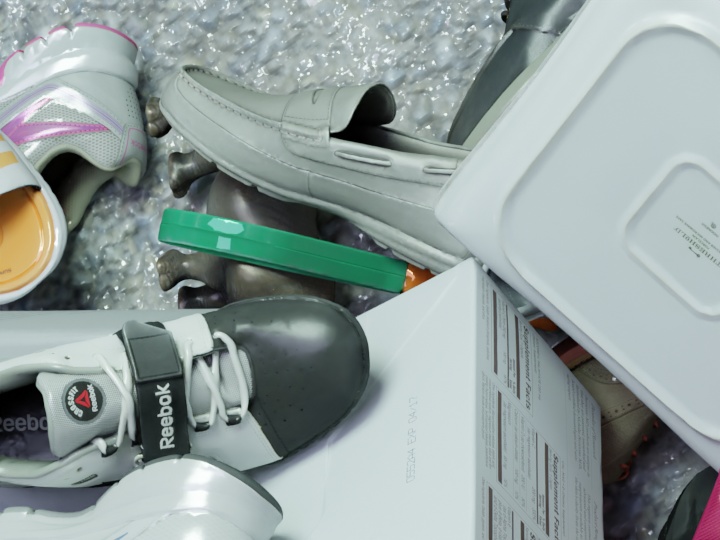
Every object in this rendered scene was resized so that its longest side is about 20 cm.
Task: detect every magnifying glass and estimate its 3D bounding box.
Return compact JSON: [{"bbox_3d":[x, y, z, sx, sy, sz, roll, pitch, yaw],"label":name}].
[{"bbox_3d":[0.000,0.000,1.341,0.199,0.080,0.022,11,88,-6],"label":"magnifying glass"}]

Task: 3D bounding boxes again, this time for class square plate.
[{"bbox_3d":[0.145,-0.019,1.148,0.200,0.028,0.198,42,129,6],"label":"square plate"}]

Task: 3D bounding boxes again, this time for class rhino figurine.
[{"bbox_3d":[-0.056,0.001,1.406,0.087,0.060,0.201,-10,72,12],"label":"rhino figurine"}]

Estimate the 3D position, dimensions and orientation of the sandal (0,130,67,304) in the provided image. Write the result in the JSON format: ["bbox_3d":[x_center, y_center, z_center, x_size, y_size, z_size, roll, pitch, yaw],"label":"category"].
[{"bbox_3d":[-0.233,-0.067,1.424,0.079,0.059,0.207,-42,68,8],"label":"sandal"}]

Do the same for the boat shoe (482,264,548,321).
[{"bbox_3d":[0.111,-0.031,1.226,0.200,0.068,0.072,-40,68,59],"label":"boat shoe"}]

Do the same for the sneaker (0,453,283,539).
[{"bbox_3d":[-0.121,0.143,1.161,0.200,0.074,0.087,-26,40,37],"label":"sneaker"}]

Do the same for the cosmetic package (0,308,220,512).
[{"bbox_3d":[-0.155,0.104,1.332,0.199,0.165,0.166,-1,93,27],"label":"cosmetic package"}]

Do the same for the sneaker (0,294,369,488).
[{"bbox_3d":[-0.095,0.059,1.170,0.199,0.088,0.074,-14,89,11],"label":"sneaker"}]

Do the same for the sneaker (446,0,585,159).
[{"bbox_3d":[0.097,-0.130,1.382,0.200,0.075,0.106,-51,47,4],"label":"sneaker"}]

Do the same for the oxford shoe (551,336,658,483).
[{"bbox_3d":[0.123,0.059,1.314,0.199,0.070,0.075,-23,93,14],"label":"oxford shoe"}]

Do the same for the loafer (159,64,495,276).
[{"bbox_3d":[-0.006,-0.062,1.340,0.200,0.070,0.070,25,110,19],"label":"loafer"}]

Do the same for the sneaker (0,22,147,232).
[{"bbox_3d":[-0.199,-0.050,1.477,0.200,0.081,0.088,-29,65,17],"label":"sneaker"}]

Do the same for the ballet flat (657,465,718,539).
[{"bbox_3d":[0.140,0.179,1.268,0.066,0.057,0.200,35,96,41],"label":"ballet flat"}]

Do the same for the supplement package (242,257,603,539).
[{"bbox_3d":[0.015,0.124,1.199,0.155,0.111,0.200,-27,33,23],"label":"supplement package"}]

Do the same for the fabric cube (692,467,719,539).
[{"bbox_3d":[0.223,0.219,1.129,0.200,0.196,0.200,19,80,29],"label":"fabric cube"}]
